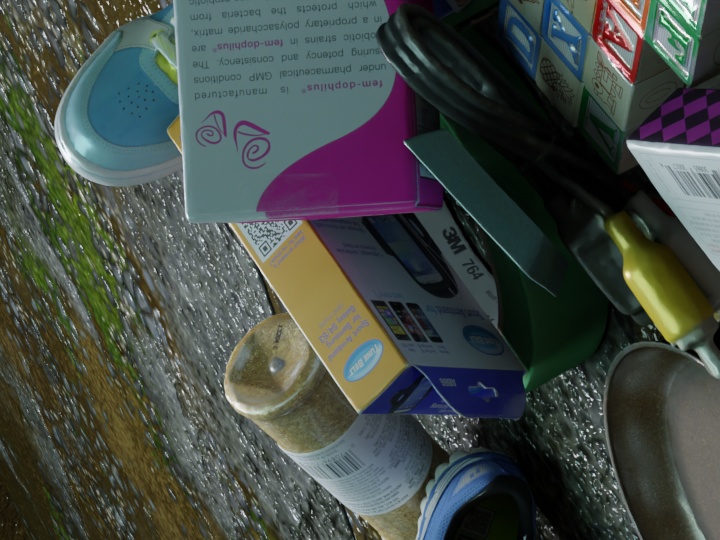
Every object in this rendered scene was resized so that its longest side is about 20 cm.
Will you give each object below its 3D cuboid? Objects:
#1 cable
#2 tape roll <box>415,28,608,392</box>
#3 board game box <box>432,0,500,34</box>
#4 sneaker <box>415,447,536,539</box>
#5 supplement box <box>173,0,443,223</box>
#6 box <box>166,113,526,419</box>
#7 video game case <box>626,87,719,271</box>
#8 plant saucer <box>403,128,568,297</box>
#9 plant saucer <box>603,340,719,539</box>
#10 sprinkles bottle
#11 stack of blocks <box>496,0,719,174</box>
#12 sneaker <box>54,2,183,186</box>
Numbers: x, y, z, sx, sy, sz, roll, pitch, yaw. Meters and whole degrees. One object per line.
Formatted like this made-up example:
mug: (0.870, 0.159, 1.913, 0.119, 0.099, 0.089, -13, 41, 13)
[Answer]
cable: (0.093, -0.045, 0.912, 0.050, 0.097, 0.200, -35, 101, 30)
tape roll: (0.049, -0.033, 1.133, 0.201, 0.048, 0.201, 52, 159, 31)
board game box: (-0.033, -0.181, 1.031, 0.201, 0.134, 0.029, 63, -165, 3)
sneaker: (0.049, 0.198, 1.242, 0.089, 0.078, 0.201, 176, 109, -81)
supplement box: (-0.023, -0.122, 0.960, 0.103, 0.101, 0.201, 2, -94, -81)
box: (0.000, 0.000, 1.068, 0.119, 0.041, 0.200, 7, -135, -58)
video game case: (0.197, 0.016, 0.738, 0.181, 0.036, 0.200, 49, 166, -19)
plant saucer: (0.058, -0.023, 0.933, 0.070, 0.019, 0.200, 47, -175, 8)
plant saucer: (0.180, 0.117, 1.008, 0.200, 0.032, 0.201, 51, 158, 30)
sprinkles bottle: (0.002, 0.102, 1.289, 0.200, 0.068, 0.068, 46, 177, -43)
stack of blocks: (0.112, -0.126, 0.822, 0.115, 0.058, 0.200, 53, 159, 28)
sneaker: (-0.064, -0.129, 1.091, 0.080, 0.200, 0.131, 46, 151, 5)
